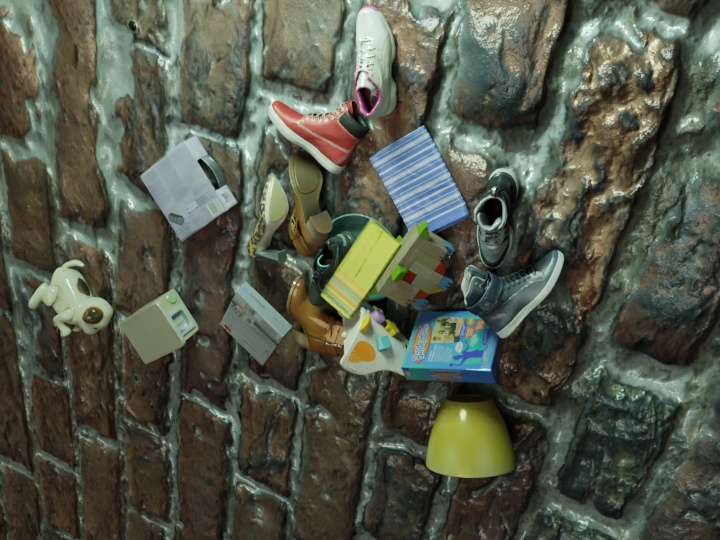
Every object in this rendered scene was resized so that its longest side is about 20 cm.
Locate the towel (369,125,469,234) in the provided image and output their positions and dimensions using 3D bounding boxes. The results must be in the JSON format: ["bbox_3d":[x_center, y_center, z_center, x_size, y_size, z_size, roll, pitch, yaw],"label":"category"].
[{"bbox_3d":[0.118,-0.169,1.439,0.143,0.024,0.203,-23,102,34],"label":"towel"}]

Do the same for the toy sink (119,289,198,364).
[{"bbox_3d":[-0.514,0.140,1.879,0.198,0.112,0.132,-26,102,40],"label":"toy sink"}]

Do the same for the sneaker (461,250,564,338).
[{"bbox_3d":[0.283,0.015,1.374,0.145,0.077,0.204,36,106,-10],"label":"sneaker"}]

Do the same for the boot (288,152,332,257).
[{"bbox_3d":[-0.122,-0.138,1.560,0.204,0.075,0.155,66,155,9],"label":"boot"}]

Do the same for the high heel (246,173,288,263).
[{"bbox_3d":[-0.227,-0.120,1.632,0.141,0.070,0.206,11,108,47],"label":"high heel"}]

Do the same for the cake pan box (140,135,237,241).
[{"bbox_3d":[-0.405,-0.192,1.689,0.198,0.052,0.186,-27,102,35],"label":"cake pan box"}]

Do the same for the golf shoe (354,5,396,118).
[{"bbox_3d":[0.022,-0.384,1.338,0.074,0.091,0.205,2,114,28],"label":"golf shoe"}]

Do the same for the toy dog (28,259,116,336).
[{"bbox_3d":[-0.780,0.093,1.999,0.198,0.140,0.196,35,89,9],"label":"toy dog"}]

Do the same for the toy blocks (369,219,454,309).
[{"bbox_3d":[0.126,0.002,1.470,0.134,0.101,0.202,25,116,-22],"label":"toy blocks"}]

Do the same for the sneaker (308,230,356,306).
[{"bbox_3d":[-0.078,-0.002,1.543,0.076,0.078,0.203,46,127,27],"label":"sneaker"}]

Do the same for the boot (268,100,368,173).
[{"bbox_3d":[-0.082,-0.312,1.446,0.198,0.073,0.145,36,126,-3],"label":"boot"}]

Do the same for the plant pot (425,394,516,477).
[{"bbox_3d":[0.238,0.350,1.558,0.195,0.199,0.146,-1,90,28],"label":"plant pot"}]

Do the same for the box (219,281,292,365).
[{"bbox_3d":[-0.259,0.134,1.747,0.156,0.041,0.200,43,144,3],"label":"box"}]

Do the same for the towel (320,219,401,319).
[{"bbox_3d":[0.000,0.000,1.483,0.085,0.018,0.202,37,109,9],"label":"towel"}]

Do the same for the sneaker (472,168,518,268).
[{"bbox_3d":[0.248,-0.083,1.357,0.074,0.114,0.205,14,121,20],"label":"sneaker"}]

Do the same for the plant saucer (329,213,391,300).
[{"bbox_3d":[0.007,-0.033,1.560,0.195,0.036,0.205,12,119,22],"label":"plant saucer"}]

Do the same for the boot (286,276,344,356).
[{"bbox_3d":[-0.088,0.111,1.664,0.151,0.074,0.204,14,132,22],"label":"boot"}]

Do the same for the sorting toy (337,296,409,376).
[{"bbox_3d":[0.048,0.150,1.547,0.178,0.202,0.107,33,113,-20],"label":"sorting toy"}]

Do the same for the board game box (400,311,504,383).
[{"bbox_3d":[0.196,0.155,1.482,0.195,0.154,0.045,-2,137,29],"label":"board game box"}]
